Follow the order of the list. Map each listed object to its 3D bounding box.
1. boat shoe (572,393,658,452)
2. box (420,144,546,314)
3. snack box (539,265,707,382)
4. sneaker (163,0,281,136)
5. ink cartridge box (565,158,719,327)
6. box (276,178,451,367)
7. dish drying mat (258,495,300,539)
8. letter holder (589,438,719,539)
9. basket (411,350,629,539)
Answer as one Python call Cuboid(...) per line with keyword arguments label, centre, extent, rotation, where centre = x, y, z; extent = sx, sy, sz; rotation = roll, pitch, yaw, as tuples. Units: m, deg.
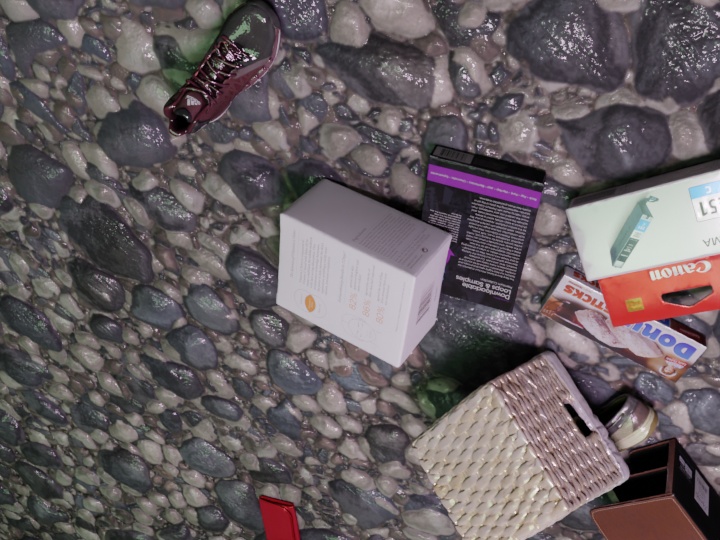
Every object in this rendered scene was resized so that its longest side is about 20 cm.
Cuboid(label="boat shoe", centre=(0.319, 0.232, 1.113), extent=(0.066, 0.072, 0.200), rotation=(46, 124, -7))
Cuboid(label="box", centre=(0.144, -0.048, 0.999), extent=(0.140, 0.036, 0.203), rotation=(16, 128, 13))
Cuboid(label="snack box", centre=(0.333, 0.069, 1.010), extent=(0.197, 0.024, 0.073), rotation=(27, 129, 3))
Cuboid(label="sneaker", centre=(-0.172, -0.226, 0.948), extent=(0.075, 0.116, 0.200), rotation=(38, 131, -9))
Cuboid(label="ink cartridge box", centre=(0.356, -0.020, 0.903), extent=(0.197, 0.045, 0.179), rotation=(-14, 107, 31))
Cuboid(label="box", centre=(0.000, 0.000, 1.024), extent=(0.198, 0.106, 0.154), rotation=(26, 133, 20))
Cuboid(label="dish drying mat", centre=(-0.155, 0.524, 1.564), extent=(0.075, 0.018, 0.203), rotation=(9, 128, 18))
Cuboid(label="letter holder", centre=(0.437, 0.362, 1.136), extent=(0.141, 0.101, 0.201), rotation=(-28, 111, 38))
Cuboid(label="basket", centre=(0.210, 0.250, 1.063), extent=(0.200, 0.159, 0.200), rotation=(-45, 68, 38))
